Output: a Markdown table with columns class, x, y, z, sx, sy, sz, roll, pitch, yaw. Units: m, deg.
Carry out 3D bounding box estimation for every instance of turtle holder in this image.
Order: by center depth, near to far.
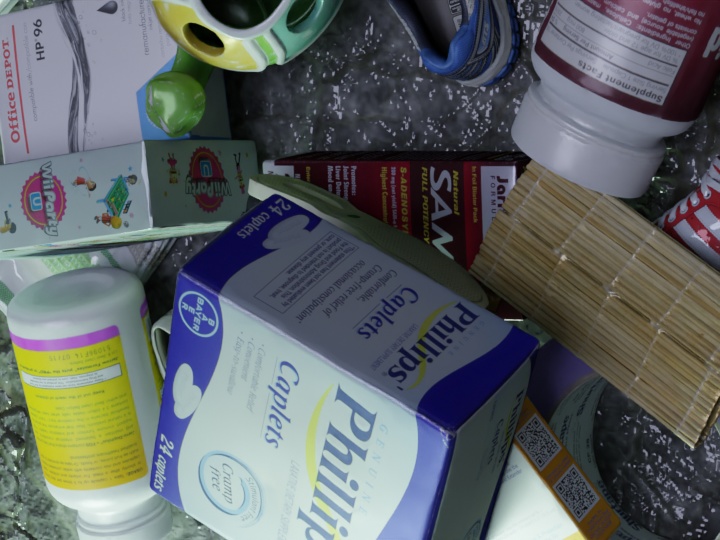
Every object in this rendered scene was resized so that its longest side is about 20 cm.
| class | x | y | z | sx | sy | sz | roll | pitch | yaw |
| --- | --- | --- | --- | --- | --- | --- | --- | --- | --- |
| turtle holder | -0.090 | -0.194 | 1.370 | 0.184 | 0.132 | 0.142 | -31 | 105 | 8 |

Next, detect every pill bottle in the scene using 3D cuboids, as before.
| class | x | y | z | sx | sy | sz | roll | pitch | yaw |
| --- | --- | --- | --- | --- | --- | --- | --- | --- | --- |
| pill bottle | 0.174 | -0.154 | 1.264 | 0.114 | 0.114 | 0.201 | 33 | 114 | 22 |
| pill bottle | -0.194 | 0.107 | 1.529 | 0.103 | 0.104 | 0.202 | 2 | 112 | 31 |

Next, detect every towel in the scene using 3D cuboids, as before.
| class | x | y | z | sx | sy | sz | roll | pitch | yaw |
| --- | --- | --- | --- | --- | --- | --- | --- | --- | --- |
| towel | -0.220 | -0.032 | 1.574 | 0.149 | 0.031 | 0.201 | 44 | 117 | 16 |

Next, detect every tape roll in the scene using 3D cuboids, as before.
| class | x | y | z | sx | sy | sz | roll | pitch | yaw |
| --- | --- | --- | --- | --- | --- | --- | --- | --- | --- |
| tape roll | 0.192 | 0.122 | 1.321 | 0.198 | 0.085 | 0.202 | 5 | 101 | 30 |

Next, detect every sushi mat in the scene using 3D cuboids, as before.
| class | x | y | z | sx | sy | sz | roll | pitch | yaw |
| --- | --- | --- | --- | --- | --- | --- | --- | --- | --- |
| sushi mat | 0.159 | 0.013 | 1.270 | 0.200 | 0.012 | 0.096 | 39 | 105 | 31 |

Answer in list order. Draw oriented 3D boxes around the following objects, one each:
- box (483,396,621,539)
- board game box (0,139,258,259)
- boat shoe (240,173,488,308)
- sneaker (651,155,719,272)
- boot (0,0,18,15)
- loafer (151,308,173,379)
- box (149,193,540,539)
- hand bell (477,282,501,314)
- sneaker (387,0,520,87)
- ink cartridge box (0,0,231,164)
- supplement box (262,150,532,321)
| class | x | y | z | sx | sy | sz | roll | pitch | yaw |
| --- | --- | --- | --- | --- | --- | --- | --- | --- | --- |
| box | 0.061 | 0.110 | 1.297 | 0.201 | 0.041 | 0.119 | 54 | 135 | 0 |
| board game box | -0.190 | -0.048 | 1.458 | 0.198 | 0.147 | 0.065 | -7 | 89 | 28 |
| boat shoe | 0.000 | 0.000 | 1.349 | 0.199 | 0.072 | 0.068 | 26 | 105 | 33 |
| sneaker | 0.216 | -0.041 | 1.284 | 0.198 | 0.071 | 0.114 | -9 | 98 | 24 |
| boot | -0.299 | -0.227 | 1.548 | 0.074 | 0.095 | 0.201 | 45 | 118 | 16 |
| loafer | -0.094 | 0.119 | 1.500 | 0.070 | 0.070 | 0.201 | -36 | 80 | 30 |
| box | -0.015 | 0.090 | 1.243 | 0.199 | 0.105 | 0.185 | 29 | 131 | 20 |
| hand bell | 0.039 | 0.088 | 1.372 | 0.104 | 0.104 | 0.201 | 41 | 121 | 18 |
| sneaker | 0.042 | -0.217 | 1.350 | 0.077 | 0.085 | 0.202 | -26 | 84 | 32 |
| ink cartridge box | -0.201 | -0.136 | 1.502 | 0.198 | 0.068 | 0.117 | -9 | 87 | 25 |
| supplement box | 0.033 | -0.025 | 1.404 | 0.198 | 0.061 | 0.110 | 1 | 99 | 30 |
